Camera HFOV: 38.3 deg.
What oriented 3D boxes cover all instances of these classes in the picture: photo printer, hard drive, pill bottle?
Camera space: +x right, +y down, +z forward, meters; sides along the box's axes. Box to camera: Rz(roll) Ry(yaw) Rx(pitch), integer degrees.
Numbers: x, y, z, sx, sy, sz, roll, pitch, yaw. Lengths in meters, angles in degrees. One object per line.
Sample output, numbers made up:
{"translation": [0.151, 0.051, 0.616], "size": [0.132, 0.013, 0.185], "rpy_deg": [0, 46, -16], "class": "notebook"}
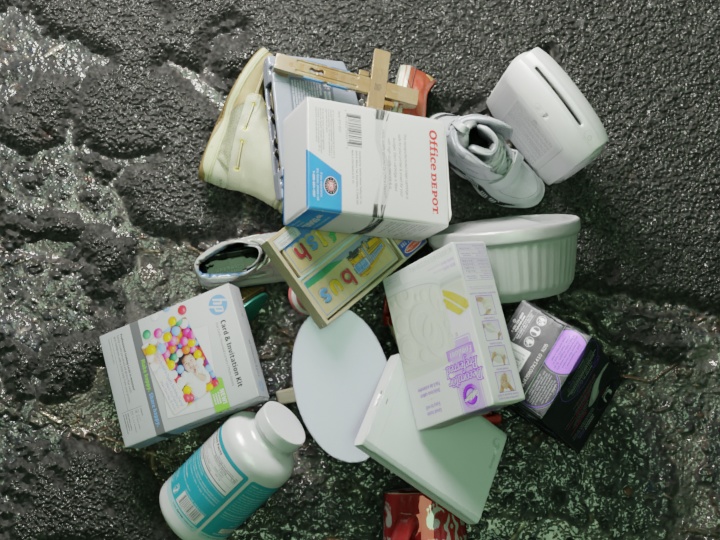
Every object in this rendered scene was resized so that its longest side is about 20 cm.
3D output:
{"translation": [0.247, -0.204, 1.381], "size": [0.069, 0.200, 0.167], "rpy_deg": [-37, 87, -4], "class": "photo printer"}
{"translation": [0.094, 0.217, 1.329], "size": [0.199, 0.026, 0.133], "rpy_deg": [37, 58, -20], "class": "hard drive"}
{"translation": [-0.161, 0.259, 1.343], "size": [0.111, 0.111, 0.200], "rpy_deg": [46, 108, 2], "class": "pill bottle"}

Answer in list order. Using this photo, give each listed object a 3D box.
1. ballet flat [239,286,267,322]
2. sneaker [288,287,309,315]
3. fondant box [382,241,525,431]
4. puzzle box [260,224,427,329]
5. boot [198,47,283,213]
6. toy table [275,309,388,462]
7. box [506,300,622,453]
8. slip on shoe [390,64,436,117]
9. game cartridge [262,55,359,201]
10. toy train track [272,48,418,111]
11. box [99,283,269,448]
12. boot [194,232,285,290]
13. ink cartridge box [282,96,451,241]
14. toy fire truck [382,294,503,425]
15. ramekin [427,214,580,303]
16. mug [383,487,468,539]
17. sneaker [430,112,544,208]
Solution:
{"translation": [-0.212, 0.087, 1.416], "size": [0.072, 0.068, 0.201], "rpy_deg": [37, 89, 20], "class": "ballet flat"}
{"translation": [0.000, 0.000, 1.399], "size": [0.199, 0.087, 0.074], "rpy_deg": [-34, 101, -14], "class": "sneaker"}
{"translation": [0.111, 0.082, 1.278], "size": [0.058, 0.144, 0.202], "rpy_deg": [-3, 73, -38], "class": "fondant box"}
{"translation": [-0.018, -0.034, 1.341], "size": [0.200, 0.025, 0.134], "rpy_deg": [-40, 97, -30], "class": "puzzle box"}
{"translation": [-0.119, -0.189, 1.431], "size": [0.153, 0.072, 0.202], "rpy_deg": [23, 86, -2], "class": "boot"}
{"translation": [-0.024, 0.149, 1.384], "size": [0.182, 0.117, 0.203], "rpy_deg": [-2, 86, -3], "class": "toy table"}
{"translation": [0.249, 0.140, 1.345], "size": [0.106, 0.200, 0.123], "rpy_deg": [30, 84, 33], "class": "box"}
{"translation": [0.066, -0.184, 1.439], "size": [0.060, 0.074, 0.202], "rpy_deg": [11, 80, -4], "class": "slip on shoe"}
{"translation": [-0.059, -0.187, 1.397], "size": [0.132, 0.040, 0.202], "rpy_deg": [0, 76, -25], "class": "game cartridge"}
{"translation": [-0.021, -0.249, 1.391], "size": [0.198, 0.033, 0.116], "rpy_deg": [13, 69, -12], "class": "toy train track"}
{"translation": [-0.232, 0.127, 1.358], "size": [0.198, 0.041, 0.157], "rpy_deg": [-21, 74, 12], "class": "box"}
{"translation": [-0.127, -0.016, 1.403], "size": [0.198, 0.096, 0.074], "rpy_deg": [-17, 86, -5], "class": "boot"}
{"translation": [0.007, -0.124, 1.315], "size": [0.198, 0.084, 0.148], "rpy_deg": [7, 73, -26], "class": "ink cartridge box"}
{"translation": [0.111, 0.121, 1.410], "size": [0.139, 0.049, 0.202], "rpy_deg": [-7, 86, -16], "class": "toy fire truck"}
{"translation": [0.193, -0.016, 1.372], "size": [0.200, 0.202, 0.095], "rpy_deg": [-8, 97, -3], "class": "ramekin"}
{"translation": [0.088, 0.388, 1.347], "size": [0.132, 0.178, 0.203], "rpy_deg": [-2, 81, 1], "class": "mug"}
{"translation": [0.182, -0.145, 1.400], "size": [0.199, 0.115, 0.076], "rpy_deg": [32, 85, -17], "class": "sneaker"}
